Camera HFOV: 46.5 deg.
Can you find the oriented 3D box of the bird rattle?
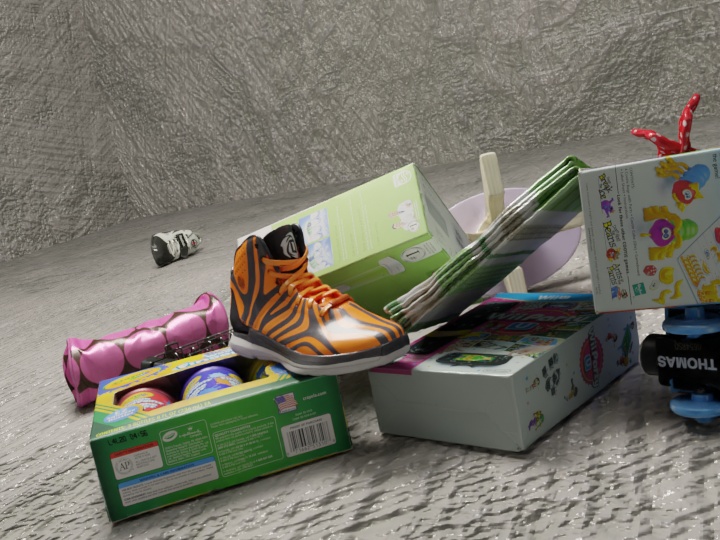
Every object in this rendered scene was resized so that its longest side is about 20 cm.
[{"bbox_3d":[0.384,-0.084,0.936,0.111,0.201,0.164,-14,36,3],"label":"bird rattle"}]

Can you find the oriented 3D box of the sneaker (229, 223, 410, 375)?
[{"bbox_3d":[-0.047,0.020,0.692,0.198,0.114,0.077,3,13,40],"label":"sneaker"}]

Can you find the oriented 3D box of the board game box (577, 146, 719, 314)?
[{"bbox_3d":[0.268,-0.034,0.589,0.198,0.106,0.103,-7,1,28],"label":"board game box"}]

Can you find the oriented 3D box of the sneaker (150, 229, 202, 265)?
[{"bbox_3d":[-0.436,-0.065,1.998,0.087,0.075,0.200,-12,11,11],"label":"sneaker"}]

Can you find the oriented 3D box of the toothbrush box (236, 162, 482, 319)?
[{"bbox_3d":[0.000,0.000,0.828,0.198,0.087,0.146,-23,-35,18],"label":"toothbrush box"}]

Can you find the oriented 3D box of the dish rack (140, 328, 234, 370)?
[{"bbox_3d":[-0.133,0.096,0.935,0.152,0.055,0.199,1,15,44],"label":"dish rack"}]

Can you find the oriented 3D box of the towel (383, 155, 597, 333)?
[{"bbox_3d":[0.119,-0.021,0.711,0.200,0.031,0.149,-43,-14,20],"label":"towel"}]

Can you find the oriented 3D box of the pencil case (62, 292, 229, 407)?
[{"bbox_3d":[-0.258,0.091,1.008,0.198,0.092,0.094,-18,42,-27],"label":"pencil case"}]

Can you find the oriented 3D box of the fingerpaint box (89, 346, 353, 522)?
[{"bbox_3d":[-0.125,0.123,0.729,0.198,0.074,0.167,-14,11,-12],"label":"fingerpaint box"}]

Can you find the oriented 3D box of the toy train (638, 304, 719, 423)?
[{"bbox_3d":[0.299,0.057,0.578,0.199,0.088,0.114,-2,9,43],"label":"toy train"}]

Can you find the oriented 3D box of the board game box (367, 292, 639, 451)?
[{"bbox_3d":[0.126,0.077,0.713,0.147,0.065,0.199,-2,14,44],"label":"board game box"}]

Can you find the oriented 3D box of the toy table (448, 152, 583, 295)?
[{"bbox_3d":[0.171,-0.041,1.002,0.198,0.186,0.117,-24,-5,3],"label":"toy table"}]
